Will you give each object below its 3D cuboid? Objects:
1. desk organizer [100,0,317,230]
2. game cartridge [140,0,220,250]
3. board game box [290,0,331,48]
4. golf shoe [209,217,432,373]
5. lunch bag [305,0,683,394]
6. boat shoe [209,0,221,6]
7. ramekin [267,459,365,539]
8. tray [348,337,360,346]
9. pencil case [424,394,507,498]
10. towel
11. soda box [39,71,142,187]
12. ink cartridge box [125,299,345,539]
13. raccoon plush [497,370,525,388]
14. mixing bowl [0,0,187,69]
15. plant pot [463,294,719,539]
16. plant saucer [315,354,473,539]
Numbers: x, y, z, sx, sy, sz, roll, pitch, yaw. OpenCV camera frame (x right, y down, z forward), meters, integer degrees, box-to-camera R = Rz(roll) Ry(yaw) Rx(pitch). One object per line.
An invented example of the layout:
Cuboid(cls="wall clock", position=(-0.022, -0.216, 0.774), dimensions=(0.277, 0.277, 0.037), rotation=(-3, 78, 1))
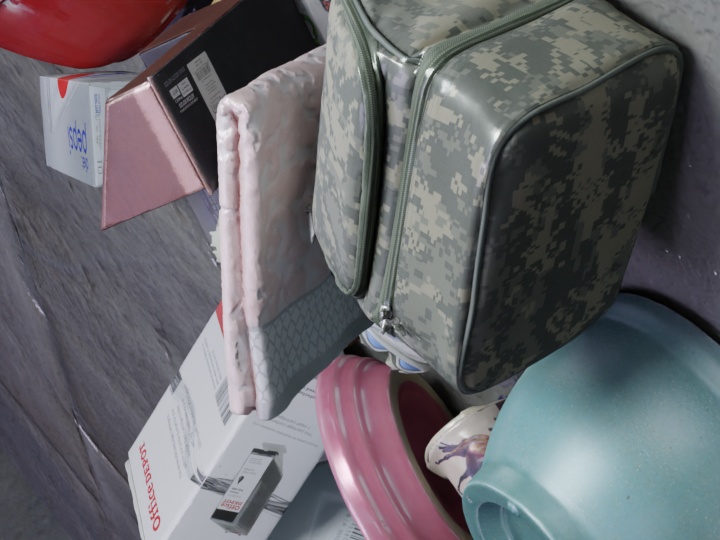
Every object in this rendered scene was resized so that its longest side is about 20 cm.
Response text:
Cuboid(cls="desk organizer", position=(-0.096, -0.101, 1.095), dimensions=(0.077, 0.200, 0.072), rotation=(-20, 107, 26))
Cuboid(cls="game cartridge", position=(-0.098, -0.089, 1.386), dimensions=(0.200, 0.038, 0.130), rotation=(62, 150, 17))
Cuboid(cls="board game box", position=(-0.016, -0.112, 1.235), dimensions=(0.126, 0.035, 0.200), rotation=(14, 134, 62))
Cuboid(cls="golf shoe", position=(0.000, 0.000, 1.247), dimensions=(0.200, 0.078, 0.097), rotation=(26, 158, -28))
Cuboid(cls="lunch bag", position=(0.049, -0.061, 0.960), dimensions=(0.168, 0.139, 0.200), rotation=(42, 144, 32))
Cuboid(cls="boat shoe", position=(-0.100, -0.119, 1.261), dimensions=(0.073, 0.063, 0.200), rotation=(54, 154, 16))
Cuboid(cls="ramekin", position=(-0.005, 0.248, 1.536), dimensions=(0.200, 0.200, 0.098), rotation=(45, 150, 31))
Cuboid(cls="tray", position=(-0.061, -0.040, 1.454), dimensions=(0.200, 0.037, 0.099), rotation=(44, 156, 31))
Cuboid(cls="pencil case", position=(0.130, 0.179, 1.279), dimensions=(0.200, 0.078, 0.089), rotation=(52, 176, 15))
Cuboid(cls="towel", position=(-0.025, -0.034, 1.096), dimensions=(0.032, 0.200, 0.191), rotation=(8, 111, 22))
Cuboid(cls="soda box", position=(-0.167, -0.097, 1.258), dimensions=(0.200, 0.063, 0.068), rotation=(-157, 63, -70))
Cuboid(cls="ink cartridge box", position=(-0.097, 0.124, 1.495), dimensions=(0.083, 0.200, 0.147), rotation=(23, -158, -26))
Cuboid(cls="raccoon plush", position=(0.097, 0.010, 1.138), dimensions=(0.134, 0.097, 0.200), rotation=(17, 166, 43))
Cuboid(cls="mixing bowl", position=(-0.178, -0.212, 1.280), dimensions=(0.108, 0.200, 0.200), rotation=(40, 169, -28))
Cuboid(cls="plant pot", position=(0.144, 0.133, 1.073), dimensions=(0.200, 0.134, 0.200), rotation=(47, 159, 25))
Cuboid(cls="plant saucer", position=(0.040, 0.146, 1.364), dimensions=(0.201, 0.051, 0.201), rotation=(54, -162, -26))
